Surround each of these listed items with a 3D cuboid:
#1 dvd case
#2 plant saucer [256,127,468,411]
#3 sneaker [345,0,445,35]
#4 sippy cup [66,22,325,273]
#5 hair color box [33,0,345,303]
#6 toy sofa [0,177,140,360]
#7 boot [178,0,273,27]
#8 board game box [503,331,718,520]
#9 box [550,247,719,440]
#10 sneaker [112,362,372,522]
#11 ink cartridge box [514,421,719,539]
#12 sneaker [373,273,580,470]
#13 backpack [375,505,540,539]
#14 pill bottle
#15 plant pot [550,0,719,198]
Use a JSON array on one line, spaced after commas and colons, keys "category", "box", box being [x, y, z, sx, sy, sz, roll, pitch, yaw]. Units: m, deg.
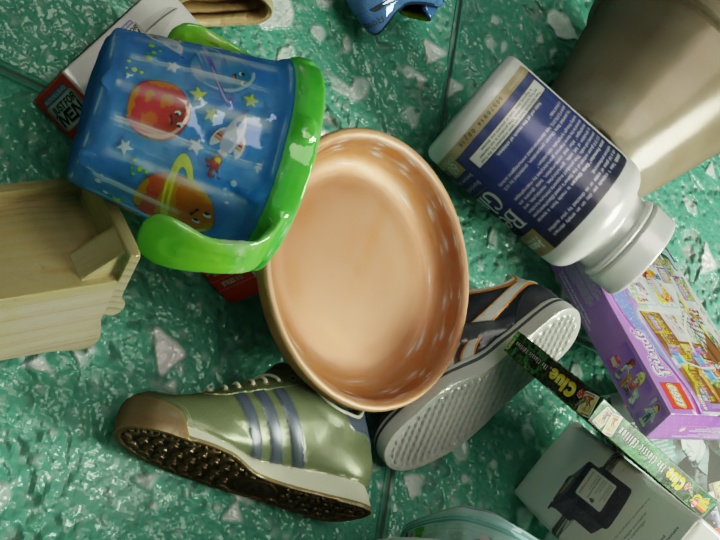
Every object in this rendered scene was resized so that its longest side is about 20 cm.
[{"category": "dvd case", "box": [0.293, 0.206, 1.034, 0.145, 0.022, 0.202, -5, 81, -38]}, {"category": "plant saucer", "box": [0.000, 0.000, 0.799, 0.199, 0.037, 0.202, 8, 78, -42]}, {"category": "sneaker", "box": [0.058, -0.265, 0.978, 0.200, 0.066, 0.079, -35, 110, -38]}, {"category": "sippy cup", "box": [-0.106, -0.082, 0.683, 0.129, 0.178, 0.141, 17, 96, -19]}, {"category": "hair color box", "box": [-0.117, -0.088, 0.790, 0.200, 0.064, 0.111, 48, 55, -17]}, {"category": "toy sofa", "box": [-0.243, 0.002, 0.668, 0.199, 0.098, 0.083, -11, 58, -38]}, {"category": "boot", "box": [-0.154, -0.263, 0.806, 0.199, 0.073, 0.157, 6, 69, -42]}, {"category": "board game box", "box": [0.197, 0.123, 0.863, 0.024, 0.105, 0.200, -51, 129, -1]}, {"category": "box", "box": [0.263, 0.058, 0.992, 0.136, 0.039, 0.201, 8, 45, -35]}, {"category": "sneaker", "box": [-0.073, 0.104, 0.769, 0.199, 0.067, 0.091, 26, 55, -29]}, {"category": "ink cartridge box", "box": [0.227, 0.219, 0.865, 0.145, 0.200, 0.084, 41, 90, -20]}, {"category": "sneaker", "box": [0.078, 0.077, 0.882, 0.199, 0.079, 0.079, -33, 138, -21]}, {"category": "backpack", "box": [0.067, 0.250, 0.756, 0.199, 0.177, 0.152, 25, 59, -17]}, {"category": "pill bottle", "box": [0.163, -0.075, 0.937, 0.200, 0.111, 0.111, 41, 55, -2]}, {"category": "plant pot", "box": [0.256, -0.157, 1.027, 0.173, 0.200, 0.201, -42, 103, -19]}]
